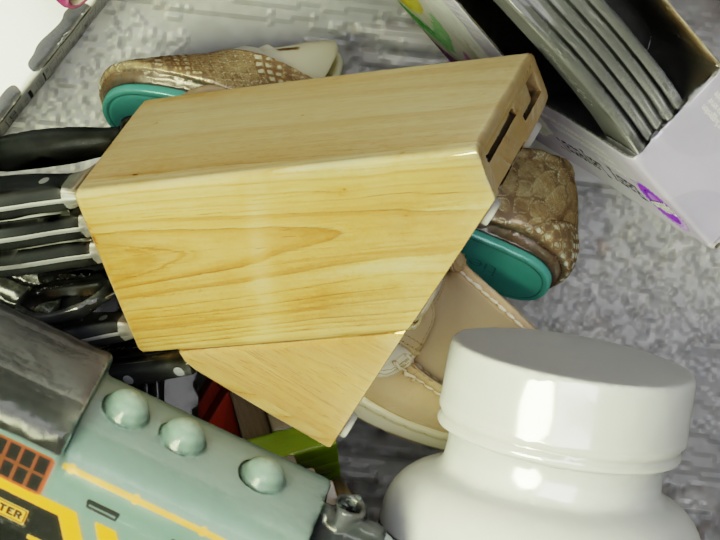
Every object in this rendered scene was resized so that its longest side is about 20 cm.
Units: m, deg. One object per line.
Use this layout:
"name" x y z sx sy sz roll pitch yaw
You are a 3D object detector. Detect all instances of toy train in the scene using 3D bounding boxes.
"toy train" -0.085 0.093 0.953 0.200 0.085 0.114 26 122 -1

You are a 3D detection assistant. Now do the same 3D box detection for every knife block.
"knife block" -0.054 -0.028 0.937 0.175 0.064 0.200 31 132 -2

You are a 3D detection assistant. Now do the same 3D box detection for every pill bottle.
"pill bottle" 0.060 0.128 0.986 0.119 0.120 0.200 8 99 -5

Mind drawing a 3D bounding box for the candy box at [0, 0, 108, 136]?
"candy box" -0.156 -0.167 1.048 0.168 0.072 0.200 38 87 -4

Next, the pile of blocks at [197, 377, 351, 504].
"pile of blocks" -0.029 0.117 1.057 0.062 0.082 0.200 -16 92 -4

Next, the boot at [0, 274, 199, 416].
"boot" -0.145 0.068 1.047 0.158 0.079 0.211 4 82 -10

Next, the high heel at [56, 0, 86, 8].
"high heel" -0.042 -0.173 0.955 0.200 0.067 0.096 -25 65 14

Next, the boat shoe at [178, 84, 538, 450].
"boat shoe" 0.000 0.000 1.019 0.200 0.069 0.074 31 50 -12

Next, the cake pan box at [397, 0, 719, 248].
"cake pan box" 0.053 -0.106 0.976 0.052 0.200 0.184 -47 119 -2

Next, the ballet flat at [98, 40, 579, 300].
"ballet flat" -0.004 -0.052 1.074 0.200 0.071 0.065 24 62 -7
